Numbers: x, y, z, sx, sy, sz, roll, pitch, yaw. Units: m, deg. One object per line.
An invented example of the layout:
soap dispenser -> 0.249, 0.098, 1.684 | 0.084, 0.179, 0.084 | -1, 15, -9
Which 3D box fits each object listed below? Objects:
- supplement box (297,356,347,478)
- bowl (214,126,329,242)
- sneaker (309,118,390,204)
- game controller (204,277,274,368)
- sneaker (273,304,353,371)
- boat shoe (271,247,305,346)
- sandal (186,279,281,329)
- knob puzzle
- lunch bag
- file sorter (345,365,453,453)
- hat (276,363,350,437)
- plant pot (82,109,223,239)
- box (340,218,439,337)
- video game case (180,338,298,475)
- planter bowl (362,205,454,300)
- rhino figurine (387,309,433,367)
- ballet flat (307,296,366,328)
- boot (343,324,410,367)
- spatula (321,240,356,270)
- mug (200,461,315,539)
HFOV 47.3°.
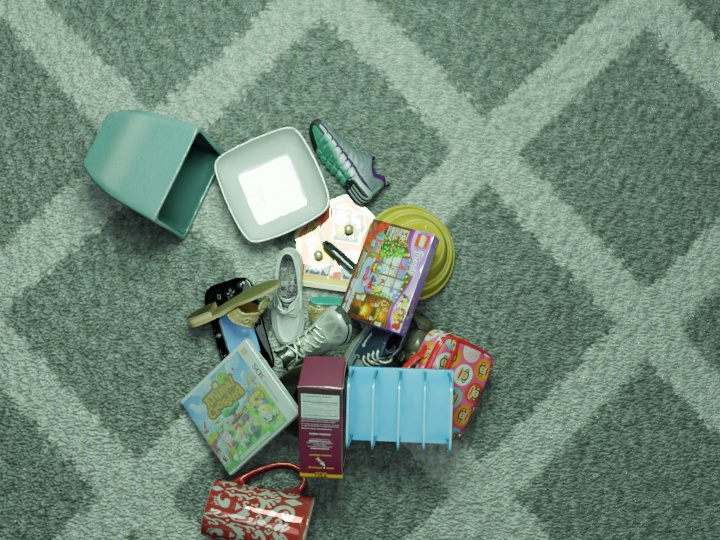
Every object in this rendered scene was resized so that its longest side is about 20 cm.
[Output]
supplement box -> -0.069, 0.275, 1.541 | 0.085, 0.111, 0.201 | 2, 114, 3
bowl -> -0.176, -0.168, 1.669 | 0.199, 0.075, 0.201 | -24, 87, -5
sneaker -> -0.024, -0.235, 1.699 | 0.087, 0.074, 0.201 | -35, 91, -29
game controller -> -0.244, 0.118, 1.659 | 0.104, 0.042, 0.201 | -17, 86, -5
sneaker -> -0.094, 0.144, 1.575 | 0.115, 0.201, 0.076 | -32, 82, -37
boat shoe -> -0.144, 0.057, 1.647 | 0.071, 0.069, 0.202 | 8, 96, 4
sandal -> -0.235, 0.085, 1.618 | 0.210, 0.078, 0.070 | -21, 106, 15
knob puzzle -> -0.040, -0.059, 1.687 | 0.218, 0.030, 0.222 | 0, 83, 0
lunch bag -> 0.154, 0.221, 1.626 | 0.175, 0.082, 0.201 | 26, 87, -29
file sorter -> 0.071, 0.256, 1.507 | 0.198, 0.123, 0.140 | 2, 91, 5
hat -> -0.074, 0.244, 1.633 | 0.199, 0.081, 0.202 | 1, 115, 3
plant pot -> -0.415, -0.202, 1.604 | 0.199, 0.196, 0.197 | 23, 85, 8
box -> 0.054, 0.012, 1.571 | 0.136, 0.039, 0.201 | 16, 79, 26
video game case -> -0.236, 0.266, 1.603 | 0.200, 0.022, 0.182 | -43, 74, 16
planter bowl -> 0.109, -0.044, 1.656 | 0.199, 0.083, 0.202 | 2, 80, -13
rhino figurine -> 0.100, 0.179, 1.663 | 0.087, 0.060, 0.202 | 14, 85, -39
ballet flat -> -0.010, 0.088, 1.671 | 0.198, 0.071, 0.066 | 2, 110, -7
boot -> 0.027, 0.161, 1.620 | 0.072, 0.090, 0.201 | 19, 108, -23
spatula -> 0.000, 0.000, 1.637 | 0.199, 0.021, 0.056 | 35, 55, 18
mug -> -0.196, 0.471, 1.613 | 0.198, 0.178, 0.134 | 13, 121, 1
